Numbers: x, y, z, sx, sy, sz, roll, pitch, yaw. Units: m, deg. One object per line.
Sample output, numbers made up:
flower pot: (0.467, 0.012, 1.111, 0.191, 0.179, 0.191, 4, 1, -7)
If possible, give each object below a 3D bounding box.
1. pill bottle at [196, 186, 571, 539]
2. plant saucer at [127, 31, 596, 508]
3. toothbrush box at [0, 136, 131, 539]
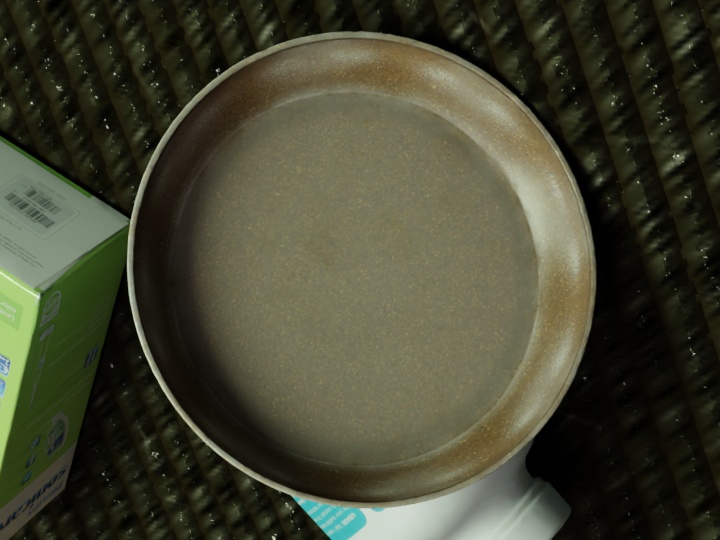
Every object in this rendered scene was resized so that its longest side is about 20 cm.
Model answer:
pill bottle: (0.003, 0.058, 0.968, 0.200, 0.111, 0.111, 48, 132, 1)
plant saucer: (0.000, 0.000, 0.905, 0.200, 0.200, 0.032, 47, 166, 1)
toothbrush box: (-0.215, 0.030, 1.115, 0.145, 0.086, 0.201, 31, 129, 15)
